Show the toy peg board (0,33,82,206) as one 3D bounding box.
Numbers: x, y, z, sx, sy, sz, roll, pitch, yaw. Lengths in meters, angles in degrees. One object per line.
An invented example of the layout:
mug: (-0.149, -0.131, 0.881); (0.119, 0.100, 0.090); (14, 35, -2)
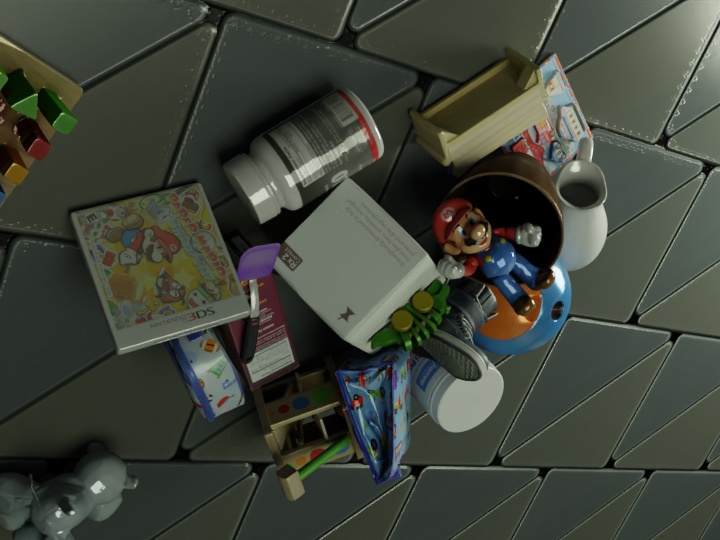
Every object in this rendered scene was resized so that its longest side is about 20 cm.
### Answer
toy peg board: (-0.444, -0.167, 1.181); (0.200, 0.098, 0.199); (33, 98, -42)

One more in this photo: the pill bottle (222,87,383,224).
pill bottle: (-0.079, -0.154, 1.416); (0.200, 0.114, 0.114); (-33, 132, -10)

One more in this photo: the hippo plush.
hippo plush: (-0.428, 0.316, 1.503); (0.161, 0.159, 0.200); (-42, 158, -46)

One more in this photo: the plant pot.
plant pot: (0.229, -0.102, 1.587); (0.187, 0.200, 0.187); (8, 120, 14)

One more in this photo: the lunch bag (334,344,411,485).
lunch bag: (0.040, 0.222, 1.587); (0.094, 0.151, 0.200); (-10, 97, 13)

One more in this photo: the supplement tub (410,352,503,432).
supplement tub: (0.127, 0.155, 1.692); (0.132, 0.200, 0.132); (-16, 126, -24)

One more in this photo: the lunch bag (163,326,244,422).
lunch bag: (-0.235, 0.098, 1.424); (0.075, 0.200, 0.160); (-29, 144, -12)

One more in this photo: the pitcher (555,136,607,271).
pitcher: (0.359, -0.108, 1.730); (0.200, 0.121, 0.172); (87, 17, -56)

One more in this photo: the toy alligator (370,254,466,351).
toy alligator: (0.100, 0.057, 1.477); (0.200, 0.054, 0.059); (-41, 164, -18)

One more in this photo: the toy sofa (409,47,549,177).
toy sofa: (0.180, -0.236, 1.554); (0.200, 0.083, 0.098); (-34, 137, -10)

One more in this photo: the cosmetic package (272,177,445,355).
cosmetic package: (0.000, 0.000, 1.484); (0.165, 0.165, 0.200); (-46, 165, 0)

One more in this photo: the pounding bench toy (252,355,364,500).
pounding bench toy: (-0.066, 0.255, 1.612); (0.156, 0.200, 0.124); (-18, 128, -5)

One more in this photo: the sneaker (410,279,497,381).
sneaker: (0.161, 0.083, 1.526); (0.146, 0.202, 0.077); (-32, 117, -18)

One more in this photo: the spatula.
spatula: (-0.147, 0.048, 1.415); (0.056, 0.021, 0.200); (-9, 124, -30)

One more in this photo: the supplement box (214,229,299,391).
supplement box: (-0.167, 0.058, 1.499); (0.086, 0.110, 0.200); (-26, 130, -16)

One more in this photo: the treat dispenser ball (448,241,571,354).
treat dispenser ball: (0.243, 0.038, 1.692); (0.201, 0.201, 0.201); (-17, 127, -24)

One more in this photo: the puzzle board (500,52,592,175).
puzzle board: (0.293, -0.232, 1.675); (0.151, 0.017, 0.200); (-41, 133, -4)

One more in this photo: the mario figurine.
mario figurine: (0.186, -0.025, 1.457); (0.200, 0.124, 0.106); (40, 133, -12)

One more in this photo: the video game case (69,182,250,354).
video game case: (-0.262, -0.007, 1.353); (0.182, 0.200, 0.023); (-16, 162, -24)
